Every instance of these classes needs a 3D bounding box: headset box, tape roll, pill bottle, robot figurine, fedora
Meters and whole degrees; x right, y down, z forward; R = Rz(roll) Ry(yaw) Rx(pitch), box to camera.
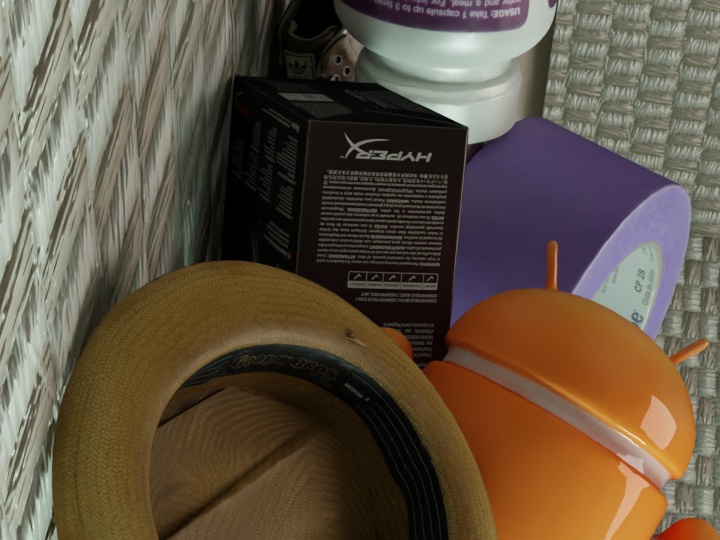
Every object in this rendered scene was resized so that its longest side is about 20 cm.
[{"bbox_3d":[-0.015,0.021,0.968,0.149,0.077,0.201,-143,-125,-71],"label":"headset box"},{"bbox_3d":[0.086,0.028,1.107,0.200,0.085,0.201,-48,155,-31],"label":"tape roll"},{"bbox_3d":[0.043,-0.167,1.030,0.112,0.112,0.201,-75,170,-64],"label":"pill bottle"},{"bbox_3d":[0.062,0.094,0.868,0.201,0.144,0.117,-59,142,-7],"label":"robot figurine"},{"bbox_3d":[-0.040,0.095,0.757,0.082,0.200,0.201,-34,-146,40],"label":"fedora"}]

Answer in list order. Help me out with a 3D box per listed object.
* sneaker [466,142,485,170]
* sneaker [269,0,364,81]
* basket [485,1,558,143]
[{"bbox_3d":[0.000,0.000,1.120,0.080,0.088,0.201,-37,149,-50],"label":"sneaker"},{"bbox_3d":[-0.026,-0.098,1.150,0.075,0.070,0.201,7,92,-59],"label":"sneaker"},{"bbox_3d":[0.058,-0.161,1.347,0.180,0.136,0.201,-12,108,-45],"label":"basket"}]
